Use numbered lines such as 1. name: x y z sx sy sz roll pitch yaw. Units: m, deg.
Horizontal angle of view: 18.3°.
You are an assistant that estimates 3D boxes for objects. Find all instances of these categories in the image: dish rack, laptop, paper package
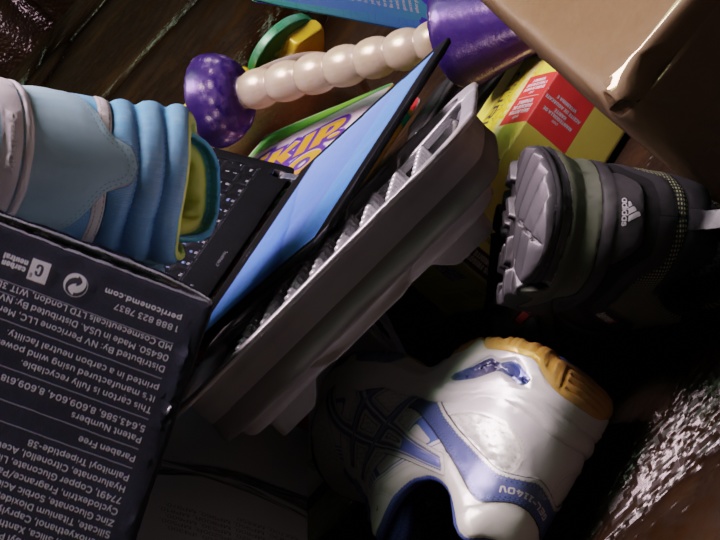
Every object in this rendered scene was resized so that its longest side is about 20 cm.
1. dish rack: 0.000 0.000 0.940 0.172 0.044 0.200 -44 4 9
2. laptop: -0.081 -0.046 1.028 0.178 0.198 0.104 -58 -22 -52
3. paper package: 0.150 -0.152 0.943 0.191 0.103 0.200 -51 32 7

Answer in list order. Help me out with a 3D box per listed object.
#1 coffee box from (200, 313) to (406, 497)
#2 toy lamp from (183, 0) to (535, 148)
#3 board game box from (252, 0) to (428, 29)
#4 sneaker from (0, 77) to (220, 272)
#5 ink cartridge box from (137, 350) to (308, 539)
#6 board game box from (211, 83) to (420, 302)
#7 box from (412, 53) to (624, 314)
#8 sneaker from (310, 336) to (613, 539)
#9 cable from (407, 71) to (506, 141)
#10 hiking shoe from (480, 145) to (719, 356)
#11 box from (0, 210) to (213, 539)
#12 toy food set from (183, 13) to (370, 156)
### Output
1. coffee box: -0.048 0.040 1.170 0.113 0.080 0.200 -46 17 6
2. toy lamp: 0.003 -0.109 1.138 0.198 0.058 0.058 -11 36 29
3. board game box: 0.025 -0.197 1.200 0.198 0.153 0.045 14 52 20
4. sneaker: -0.135 -0.031 0.948 0.200 0.129 0.080 -3 82 63
5. ink cartridge box: -0.082 0.143 0.963 0.200 0.082 0.148 -93 24 -67
6. board game box: -0.043 -0.033 1.147 0.095 0.030 0.200 -19 21 36
7. box: 0.093 -0.073 1.099 0.201 0.050 0.075 -55 17 -17
8. sneaker: 0.021 0.084 0.916 0.089 0.075 0.200 -64 17 -21
9. cable: 0.047 -0.059 1.151 0.097 0.050 0.200 -44 10 38
10. hiking shoe: 0.101 0.005 0.893 0.200 0.100 0.077 90 -174 -81
11. box: -0.145 0.097 0.854 0.148 0.104 0.202 142 148 -69
12. toy food set: -0.067 -0.048 1.298 0.197 0.049 0.201 -36 -30 -23
